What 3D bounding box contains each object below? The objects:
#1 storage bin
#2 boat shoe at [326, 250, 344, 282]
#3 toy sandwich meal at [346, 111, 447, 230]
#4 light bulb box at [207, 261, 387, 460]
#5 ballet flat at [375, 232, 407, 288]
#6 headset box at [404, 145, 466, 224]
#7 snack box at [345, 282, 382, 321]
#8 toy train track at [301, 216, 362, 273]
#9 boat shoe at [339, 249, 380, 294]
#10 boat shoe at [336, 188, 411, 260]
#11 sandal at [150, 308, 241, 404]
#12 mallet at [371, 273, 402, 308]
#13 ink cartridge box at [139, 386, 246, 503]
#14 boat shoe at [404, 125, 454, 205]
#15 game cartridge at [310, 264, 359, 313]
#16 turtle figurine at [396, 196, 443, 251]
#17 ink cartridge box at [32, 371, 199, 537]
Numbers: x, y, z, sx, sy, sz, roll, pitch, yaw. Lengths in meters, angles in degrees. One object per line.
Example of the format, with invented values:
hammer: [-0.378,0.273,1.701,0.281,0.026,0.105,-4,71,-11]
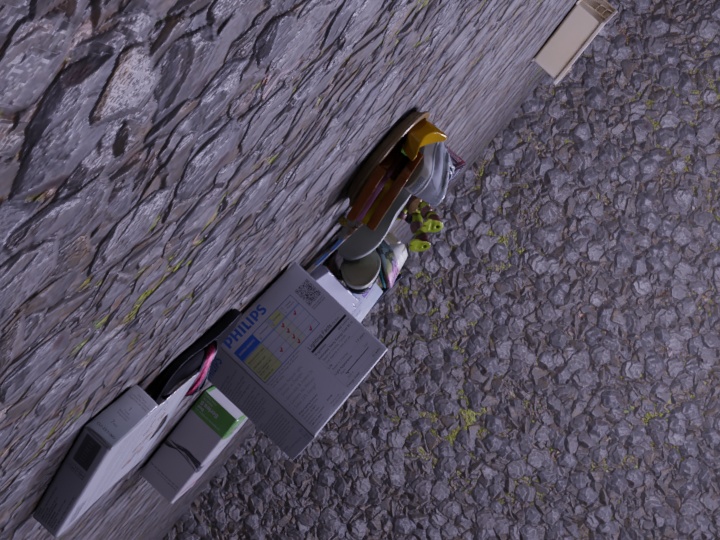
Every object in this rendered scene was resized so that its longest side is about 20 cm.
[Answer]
storage bin: [0.569,-0.621,2.574,0.201,0.093,0.198,-53,175,34]
boat shoe: [-0.021,-0.004,1.943,0.071,0.076,0.199,-35,170,21]
toy sandwich meal: [0.055,-0.151,1.458,0.206,0.070,0.205,-49,176,-5]
light bulb box: [-0.102,0.137,1.476,0.198,0.200,0.125,-46,177,-34]
ballet flat: [0.047,-0.037,1.829,0.070,0.070,0.201,-15,-149,-9]
headset box: [0.138,-0.185,2.012,0.149,0.075,0.200,-50,176,16]
snack box: [-0.056,0.100,1.835,0.141,0.053,0.200,-31,-166,40]
toy train track: [-0.039,-0.059,1.603,0.200,0.033,0.115,-44,-177,-4]
boat shoe: [-0.002,0.000,1.733,0.200,0.073,0.067,-107,-169,-61]
boat shoe: [0.027,-0.087,1.738,0.202,0.070,0.072,-51,174,-22]
sandal: [-0.211,0.126,1.281,0.200,0.045,0.075,-46,175,-39]
mallet: [0.011,0.082,1.902,0.200,0.041,0.066,-44,-164,2]
ink cartridge box: [-0.294,0.308,1.774,0.201,0.084,0.145,-50,175,6]
boat shoe: [0.116,-0.167,1.593,0.070,0.071,0.202,-41,-162,29]
game cartridge: [-0.104,0.090,1.658,0.200,0.041,0.133,-47,138,-2]
turtle figurine: [0.101,-0.114,1.807,0.200,0.064,0.163,-44,-139,31]
ink cartridge box: [-0.293,0.208,1.168,0.201,0.043,0.174,-53,175,36]
